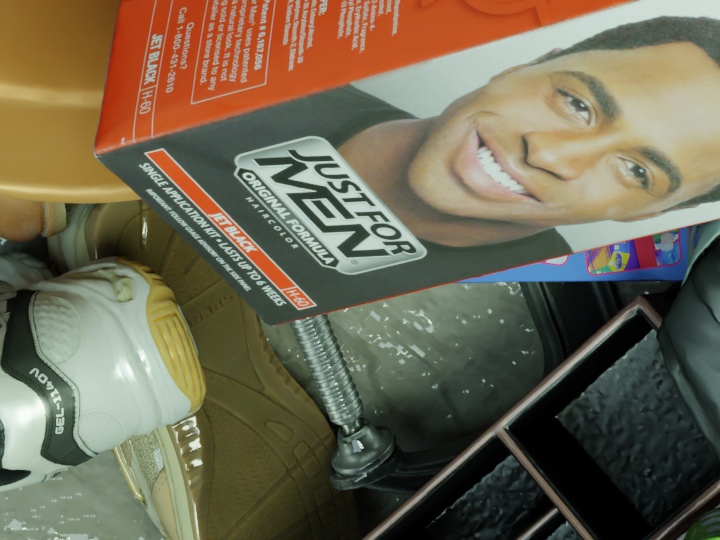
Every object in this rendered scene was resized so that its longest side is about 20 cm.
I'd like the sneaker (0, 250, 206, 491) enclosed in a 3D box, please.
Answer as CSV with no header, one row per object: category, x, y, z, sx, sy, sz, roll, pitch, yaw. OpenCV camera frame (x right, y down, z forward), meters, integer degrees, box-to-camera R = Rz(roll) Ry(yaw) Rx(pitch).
sneaker,-0.134,0.039,0.931,0.200,0.087,0.076,-17,98,62

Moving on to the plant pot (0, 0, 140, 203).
plant pot,-0.099,-0.134,0.833,0.199,0.141,0.200,3,148,2

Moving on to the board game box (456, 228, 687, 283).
board game box,0.074,-0.088,0.845,0.134,0.045,0.201,0,126,-3

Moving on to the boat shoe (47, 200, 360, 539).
boat shoe,-0.058,0.058,0.982,0.064,0.071,0.201,2,115,57

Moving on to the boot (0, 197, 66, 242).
boot,-0.212,-0.054,0.919,0.200,0.155,0.074,48,157,2

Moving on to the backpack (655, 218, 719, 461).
backpack,0.183,0.031,0.810,0.200,0.127,0.167,42,114,-10

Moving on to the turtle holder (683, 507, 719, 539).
turtle holder,0.144,0.169,0.865,0.140,0.132,0.186,17,122,4

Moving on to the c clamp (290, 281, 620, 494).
c clamp,0.000,0.000,0.938,0.170,0.027,0.201,-27,106,1

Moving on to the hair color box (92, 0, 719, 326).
hair color box,0.035,-0.052,0.755,0.199,0.061,0.102,-15,141,28

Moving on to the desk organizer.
desk organizer,0.052,0.095,0.905,0.200,0.077,0.072,-43,79,13
